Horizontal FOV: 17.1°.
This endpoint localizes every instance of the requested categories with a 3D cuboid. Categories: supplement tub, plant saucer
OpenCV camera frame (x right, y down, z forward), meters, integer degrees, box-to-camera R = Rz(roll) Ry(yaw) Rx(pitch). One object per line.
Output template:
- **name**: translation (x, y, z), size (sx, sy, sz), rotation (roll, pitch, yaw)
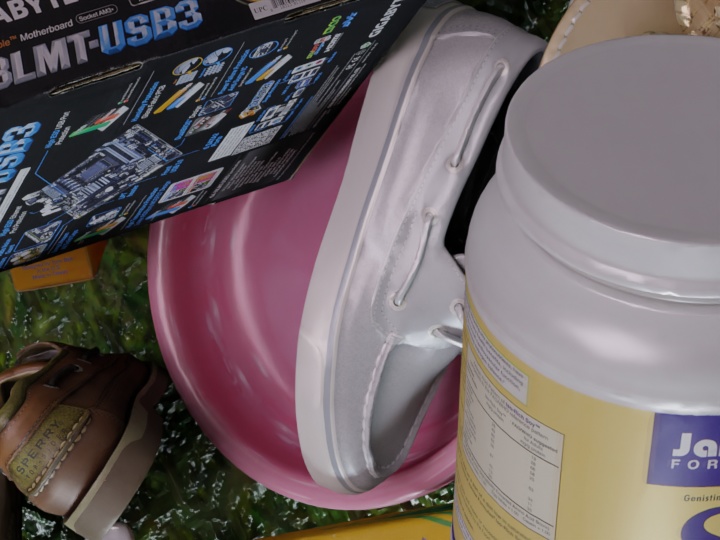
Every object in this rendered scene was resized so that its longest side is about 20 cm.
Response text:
- **supplement tub**: translation (0.105, 0.036, 0.829), size (0.145, 0.145, 0.201), rotation (26, 134, 29)
- **plant saucer**: translation (0.000, 0.000, 1.028), size (0.199, 0.051, 0.202), rotation (2, 94, 33)

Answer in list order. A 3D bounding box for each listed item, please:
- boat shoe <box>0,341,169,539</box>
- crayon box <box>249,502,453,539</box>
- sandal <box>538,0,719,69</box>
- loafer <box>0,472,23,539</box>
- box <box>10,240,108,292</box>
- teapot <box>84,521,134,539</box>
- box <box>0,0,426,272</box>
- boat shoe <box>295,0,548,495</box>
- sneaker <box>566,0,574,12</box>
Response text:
- **boat shoe**: translation (-0.128, 0.059, 1.037), size (0.068, 0.200, 0.072), rotation (34, 87, -9)
- **crayon box**: translation (0.026, 0.161, 0.966), size (0.198, 0.052, 0.127), rotation (-11, 88, 2)
- **sandal**: translation (0.150, -0.108, 0.848), size (0.211, 0.070, 0.078), rotation (-33, 87, 0)
- **loafer**: translation (-0.186, 0.112, 1.081), size (0.067, 0.200, 0.077), rotation (3, 102, -7)
- **box**: translation (-0.148, -0.104, 1.045), size (0.041, 0.119, 0.202), rotation (-12, 107, 4)
- **teapot**: translation (-0.115, 0.234, 1.055), size (0.197, 0.146, 0.201), rotation (-28, 74, 30)
- **box**: translation (-0.089, -0.061, 0.892), size (0.050, 0.197, 0.200), rotation (65, 154, 12)
- **boat shoe**: translation (0.030, -0.003, 0.944), size (0.068, 0.072, 0.202), rotation (19, 94, 31)
- **sneaker**: translation (0.094, -0.181, 0.938), size (0.129, 0.079, 0.201), rotation (28, 108, 30)
